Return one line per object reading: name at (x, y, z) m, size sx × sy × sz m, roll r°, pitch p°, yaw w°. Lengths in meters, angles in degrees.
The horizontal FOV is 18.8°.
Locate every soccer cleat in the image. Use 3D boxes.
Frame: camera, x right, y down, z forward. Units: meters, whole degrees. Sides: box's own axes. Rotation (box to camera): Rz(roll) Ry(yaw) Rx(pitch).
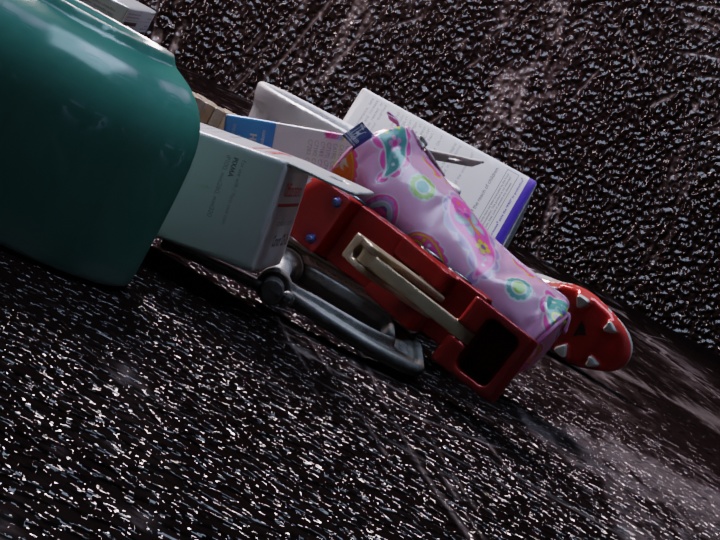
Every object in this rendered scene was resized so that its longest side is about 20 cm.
soccer cleat at (0.170, 0.034, 2.030) m, size 0.200 × 0.069 × 0.085 m, roll 26°, pitch 8°, yaw 21°

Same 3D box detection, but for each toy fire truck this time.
toy fire truck at (0.026, 0.007, 1.396) m, size 0.200 × 0.049 × 0.141 m, roll 37°, pitch 4°, yaw 12°

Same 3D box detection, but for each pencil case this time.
pencil case at (0.058, -0.014, 1.508) m, size 0.200 × 0.087 × 0.087 m, roll 49°, pitch 9°, yaw 10°

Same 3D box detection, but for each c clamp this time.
c clamp at (-0.030, 0.014, 1.365) m, size 0.170 × 0.027 × 0.200 m, roll 30°, pitch 5°, yaw 3°

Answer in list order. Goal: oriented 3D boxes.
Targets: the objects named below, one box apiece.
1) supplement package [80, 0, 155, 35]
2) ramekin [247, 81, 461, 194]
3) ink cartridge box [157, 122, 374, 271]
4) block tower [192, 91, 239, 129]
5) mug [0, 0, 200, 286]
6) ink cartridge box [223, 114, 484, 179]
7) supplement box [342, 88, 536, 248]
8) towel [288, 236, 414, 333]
supplement package at (-0.272, -0.192, 1.614) m, size 0.200 × 0.111 × 0.156 m, roll 29°, pitch 6°, yaw -1°
ramekin at (-0.022, -0.076, 1.890) m, size 0.200 × 0.098 × 0.200 m, roll 28°, pitch 4°, yaw -2°
ink cartridge box at (-0.098, -0.051, 1.259) m, size 0.199 × 0.068 × 0.116 m, roll 19°, pitch 5°, yaw 5°
block tower at (-0.192, -0.152, 1.974) m, size 0.200 × 0.054 × 0.058 m, roll 27°, pitch 4°, yaw -19°
mug at (-0.166, -0.081, 1.077) m, size 0.152 × 0.115 × 0.185 m, roll 33°, pitch 6°, yaw 37°
ink cartridge box at (-0.011, -0.070, 1.692) m, size 0.199 × 0.068 × 0.115 m, roll 10°, pitch 1°, yaw -1°
supplement box at (0.060, -0.077, 2.159) m, size 0.200 × 0.104 × 0.101 m, roll 28°, pitch -22°, yaw 5°
towel at (0.000, 0.000, 1.625) m, size 0.132 × 0.035 × 0.200 m, roll 30°, pitch 5°, yaw 7°
